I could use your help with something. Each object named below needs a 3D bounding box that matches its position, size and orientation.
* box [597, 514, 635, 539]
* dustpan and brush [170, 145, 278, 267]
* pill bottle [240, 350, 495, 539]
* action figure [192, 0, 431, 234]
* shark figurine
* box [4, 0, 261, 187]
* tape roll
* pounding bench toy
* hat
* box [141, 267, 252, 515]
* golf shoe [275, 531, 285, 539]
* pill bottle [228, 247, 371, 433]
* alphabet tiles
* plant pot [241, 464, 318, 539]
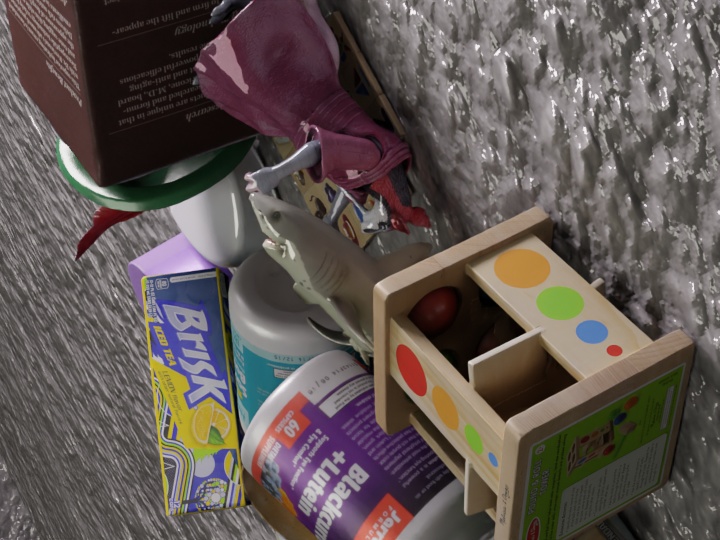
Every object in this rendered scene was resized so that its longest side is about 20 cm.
[{"bbox_3d":[0.158,0.247,1.056,0.137,0.040,0.200,55,155,21],"label":"box"},{"bbox_3d":[-0.093,-0.029,1.315,0.200,0.057,0.140,63,145,22],"label":"dustpan and brush"},{"bbox_3d":[0.022,0.156,1.050,0.200,0.111,0.112,40,148,22],"label":"pill bottle"},{"bbox_3d":[-0.020,-0.101,1.049,0.200,0.149,0.134,41,-178,9],"label":"action figure"},{"bbox_3d":[0.013,0.015,1.036,0.128,0.090,0.215,42,174,27],"label":"shark figurine"},{"bbox_3d":[-0.161,-0.204,1.126,0.166,0.164,0.200,47,150,40],"label":"box"},{"bbox_3d":[-0.139,0.064,1.432,0.200,0.066,0.200,53,165,22],"label":"tape roll"},{"bbox_3d":[0.092,0.090,0.936,0.156,0.124,0.200,46,150,38],"label":"pounding bench toy"},{"bbox_3d":[-0.152,-0.070,1.286,0.200,0.166,0.176,34,157,34],"label":"hat"},{"bbox_3d":[-0.136,0.102,1.290,0.064,0.070,0.201,70,-167,-81],"label":"box"},{"bbox_3d":[-0.023,0.263,1.382,0.097,0.078,0.200,118,139,-58],"label":"golf shoe"},{"bbox_3d":[-0.046,0.080,1.235,0.111,0.111,0.200,46,149,38],"label":"pill bottle"},{"bbox_3d":[-0.023,-0.105,1.138,0.167,0.006,0.200,61,156,8],"label":"alphabet tiles"},{"bbox_3d":[0.000,0.192,1.212,0.200,0.028,0.200,21,147,14],"label":"plant pot"}]
